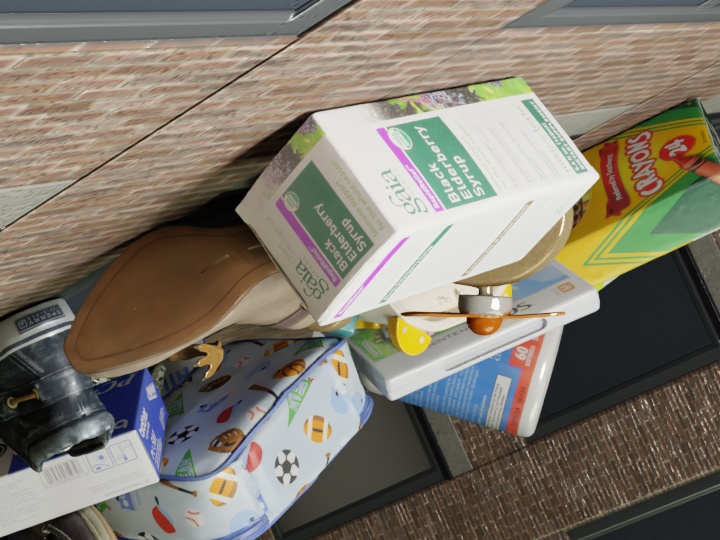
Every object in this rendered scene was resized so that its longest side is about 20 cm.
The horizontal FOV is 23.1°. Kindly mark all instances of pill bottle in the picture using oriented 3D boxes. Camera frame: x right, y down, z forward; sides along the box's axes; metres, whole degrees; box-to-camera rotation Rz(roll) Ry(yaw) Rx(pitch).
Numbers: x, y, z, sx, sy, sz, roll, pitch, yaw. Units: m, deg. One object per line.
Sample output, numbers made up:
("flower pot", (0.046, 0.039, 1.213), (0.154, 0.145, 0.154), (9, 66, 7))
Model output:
("pill bottle", (0.064, 0.061, 1.482), (0.199, 0.113, 0.112), (15, 178, 8))

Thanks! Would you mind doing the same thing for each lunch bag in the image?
("lunch bag", (-0.093, 0.119, 1.249), (0.160, 0.076, 0.200), (-7, -156, 41))

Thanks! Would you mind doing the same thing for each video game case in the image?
("video game case", (0.057, 0.017, 1.367), (0.181, 0.022, 0.200), (-22, -150, -17))

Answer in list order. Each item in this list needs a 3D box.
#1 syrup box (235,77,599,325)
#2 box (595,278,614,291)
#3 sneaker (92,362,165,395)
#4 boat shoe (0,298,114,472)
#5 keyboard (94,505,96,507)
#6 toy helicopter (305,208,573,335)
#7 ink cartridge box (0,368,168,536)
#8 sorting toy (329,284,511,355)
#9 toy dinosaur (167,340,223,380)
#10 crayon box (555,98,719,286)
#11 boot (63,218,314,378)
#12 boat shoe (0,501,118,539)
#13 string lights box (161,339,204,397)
("syrup box", (0.035, -0.042, 0.957), (0.200, 0.079, 0.081), (-16, 153, -52))
("box", (0.186, -0.023, 1.580), (0.122, 0.048, 0.200), (3, -156, 41))
("sneaker", (-0.225, 0.091, 1.306), (0.199, 0.089, 0.077), (5, -163, -45))
("boat shoe", (-0.216, 0.090, 1.131), (0.071, 0.091, 0.200), (-21, 173, -26))
("keyboard", (-0.164, 0.149, 1.384), (0.127, 0.021, 0.200), (-3, -157, 41))
("toy helicopter", (0.045, -0.006, 1.126), (0.199, 0.133, 0.079), (-26, 174, 19))
("ink cartridge box", (-0.230, 0.134, 1.183), (0.199, 0.044, 0.094), (-20, -158, 6))
("sorting toy", (0.000, 0.000, 1.301), (0.179, 0.107, 0.200), (-4, -171, 42))
("toy dinosaur", (-0.127, 0.036, 1.277), (0.199, 0.061, 0.106), (-16, -164, -42))
("crayon box", (0.205, -0.051, 1.442), (0.199, 0.051, 0.127), (-27, -150, 16))
("boot", (-0.065, 0.009, 1.040), (0.200, 0.070, 0.146), (-35, 160, 5))
("boat shoe", (-0.207, 0.188, 1.189), (0.065, 0.072, 0.200), (-30, -155, -21))
("string lights box", (-0.172, 0.095, 1.490), (0.102, 0.059, 0.200), (-23, 173, -5))
